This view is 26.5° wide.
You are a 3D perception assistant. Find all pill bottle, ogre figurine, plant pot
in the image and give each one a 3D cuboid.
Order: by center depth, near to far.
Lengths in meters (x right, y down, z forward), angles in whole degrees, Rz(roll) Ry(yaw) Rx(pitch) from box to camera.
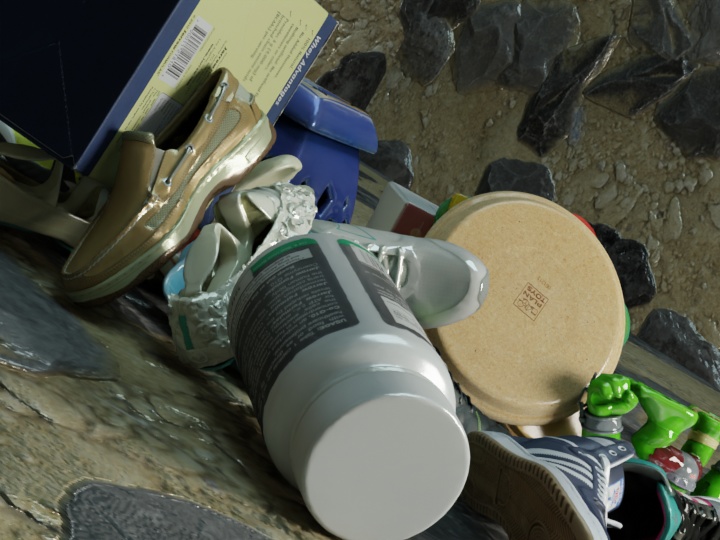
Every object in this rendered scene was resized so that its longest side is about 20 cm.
[{"bbox_3d":[-0.010,0.066,0.901,0.113,0.113,0.200,26,16,-24],"label":"pill bottle"},{"bbox_3d":[0.241,0.163,1.239,0.098,0.120,0.200,29,4,38],"label":"ogre figurine"},{"bbox_3d":[-0.107,-0.117,1.529,0.200,0.180,0.200,31,7,21],"label":"plant pot"}]

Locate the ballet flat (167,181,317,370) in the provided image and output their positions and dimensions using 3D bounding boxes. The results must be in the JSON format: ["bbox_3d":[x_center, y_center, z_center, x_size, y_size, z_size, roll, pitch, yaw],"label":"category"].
[{"bbox_3d":[-0.082,-0.015,1.051,0.072,0.072,0.200,28,40,-6],"label":"ballet flat"}]

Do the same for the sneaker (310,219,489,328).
[{"bbox_3d":[0.000,0.000,1.171,0.200,0.071,0.080,11,-2,24],"label":"sneaker"}]

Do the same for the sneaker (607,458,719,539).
[{"bbox_3d":[0.227,0.189,1.124,0.199,0.084,0.121,22,2,2],"label":"sneaker"}]

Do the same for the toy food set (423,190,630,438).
[{"bbox_3d":[0.130,0.030,1.237,0.200,0.199,0.049,25,-21,-13],"label":"toy food set"}]

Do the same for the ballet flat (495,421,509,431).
[{"bbox_3d":[0.053,0.089,1.236,0.200,0.062,0.067,27,5,-18],"label":"ballet flat"}]

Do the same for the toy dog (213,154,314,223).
[{"bbox_3d":[-0.150,-0.128,1.296,0.201,0.193,0.140,66,9,13],"label":"toy dog"}]

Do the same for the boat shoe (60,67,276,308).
[{"bbox_3d":[-0.142,-0.062,1.033,0.072,0.200,0.076,1,-48,42],"label":"boat shoe"}]

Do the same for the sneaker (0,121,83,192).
[{"bbox_3d":[-0.230,-0.095,1.354,0.200,0.077,0.075,26,9,-19],"label":"sneaker"}]

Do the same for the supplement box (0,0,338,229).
[{"bbox_3d":[-0.152,-0.162,1.122,0.134,0.200,0.200,34,2,23],"label":"supplement box"}]

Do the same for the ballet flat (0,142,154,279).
[{"bbox_3d":[-0.220,-0.049,1.113,0.200,0.070,0.069,24,9,-40],"label":"ballet flat"}]

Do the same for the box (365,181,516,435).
[{"bbox_3d":[0.081,0.040,1.329,0.200,0.153,0.106,27,8,-12],"label":"box"}]

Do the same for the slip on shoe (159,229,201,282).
[{"bbox_3d":[-0.115,-0.011,1.225,0.074,0.061,0.200,53,12,11],"label":"slip on shoe"}]

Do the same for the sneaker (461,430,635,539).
[{"bbox_3d":[0.148,0.156,1.007,0.108,0.070,0.200,6,12,-19],"label":"sneaker"}]

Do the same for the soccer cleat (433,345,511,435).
[{"bbox_3d":[0.042,0.084,1.149,0.200,0.081,0.068,28,7,-11],"label":"soccer cleat"}]

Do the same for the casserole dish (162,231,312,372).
[{"bbox_3d":[-0.053,0.033,1.088,0.200,0.121,0.039,35,-34,36],"label":"casserole dish"}]
